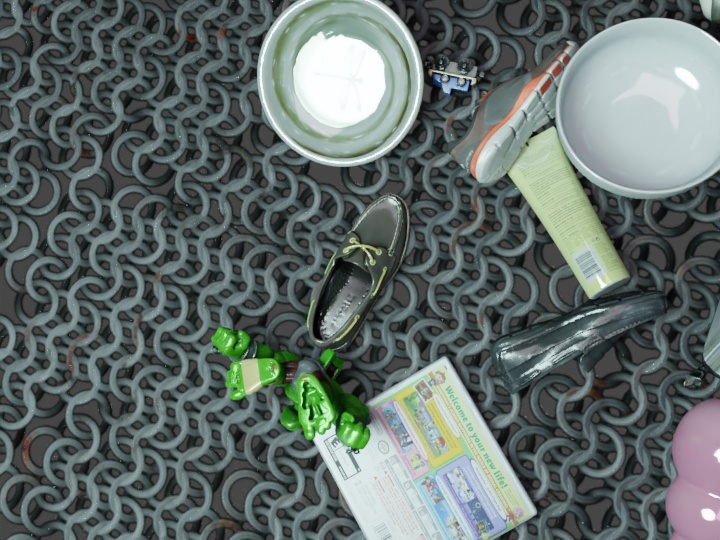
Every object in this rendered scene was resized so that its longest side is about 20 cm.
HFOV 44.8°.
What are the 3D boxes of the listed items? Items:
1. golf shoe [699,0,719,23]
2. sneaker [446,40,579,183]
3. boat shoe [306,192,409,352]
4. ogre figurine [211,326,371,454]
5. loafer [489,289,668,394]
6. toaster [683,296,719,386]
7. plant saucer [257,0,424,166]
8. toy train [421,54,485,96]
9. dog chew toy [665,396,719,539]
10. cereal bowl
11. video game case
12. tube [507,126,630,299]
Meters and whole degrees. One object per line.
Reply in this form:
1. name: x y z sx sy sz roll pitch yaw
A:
1. golf shoe: 0.383 -0.371 1.003 0.088 0.077 0.201 -9 78 27
2. sneaker: 0.172 -0.195 1.001 0.082 0.077 0.200 35 77 32
3. boat shoe: 0.000 0.000 1.004 0.072 0.061 0.202 24 86 11
4. ogre figurine: -0.060 0.130 0.953 0.200 0.120 0.098 11 85 22
5. loafer: 0.242 0.077 0.959 0.200 0.068 0.071 -22 88 10
6. toaster: 0.448 0.060 0.863 0.181 0.119 0.200 28 48 12
7. plant saucer: -0.020 -0.224 1.023 0.200 0.050 0.201 4 107 13
8. toy train: 0.049 -0.241 1.042 0.199 0.034 0.046 12 97 11
9. dog chew toy: 0.371 0.235 0.894 0.124 0.125 0.201 14 92 10
10. cereal bowl: 0.315 -0.172 0.971 0.199 0.083 0.201 -1 83 7
11. video game case: 0.070 0.228 0.985 0.182 0.022 0.200 -31 79 3
12. tube: 0.234 -0.065 0.990 0.058 0.052 0.200 -15 70 -37
